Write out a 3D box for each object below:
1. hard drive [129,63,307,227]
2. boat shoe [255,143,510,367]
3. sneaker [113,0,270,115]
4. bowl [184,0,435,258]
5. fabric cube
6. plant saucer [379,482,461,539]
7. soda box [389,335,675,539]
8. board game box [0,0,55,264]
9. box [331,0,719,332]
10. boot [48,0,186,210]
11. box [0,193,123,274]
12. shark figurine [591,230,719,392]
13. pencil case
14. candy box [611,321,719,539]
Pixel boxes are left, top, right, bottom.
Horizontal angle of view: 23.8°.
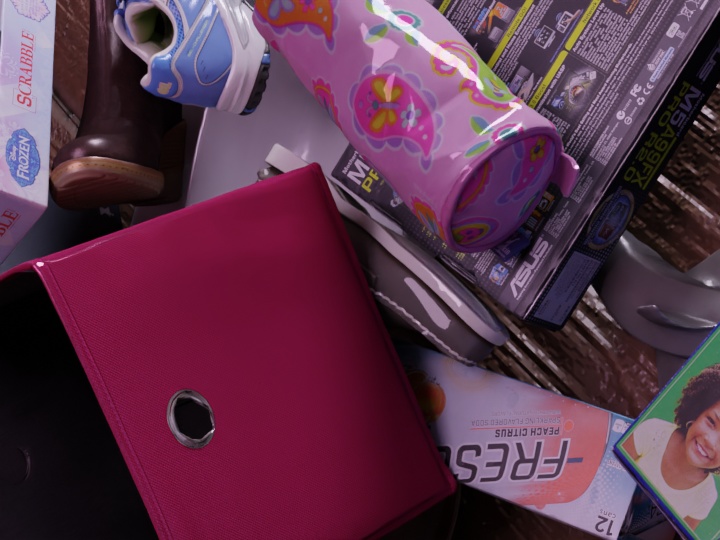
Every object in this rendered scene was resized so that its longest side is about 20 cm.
[{"bbox_3d":[-0.090,-0.109,1.199,0.132,0.026,0.201,14,88,45],"label":"hard drive"},{"bbox_3d":[0.002,0.001,0.951,0.060,0.072,0.202,-52,51,2],"label":"boat shoe"},{"bbox_3d":[-0.120,-0.185,1.091,0.076,0.077,0.201,-62,40,43],"label":"sneaker"},{"bbox_3d":[-0.006,-0.085,1.076,0.199,0.075,0.201,15,87,42],"label":"bowl"},{"bbox_3d":[-0.108,0.084,0.892,0.200,0.199,0.197,-24,89,44],"label":"fabric cube"},{"bbox_3d":[-0.028,0.131,1.035,0.199,0.032,0.201,-6,75,24],"label":"plant saucer"},{"bbox_3d":[0.079,0.091,0.929,0.199,0.068,0.064,17,84,35],"label":"soda box"},{"bbox_3d":[-0.267,-0.063,1.131,0.200,0.041,0.200,-44,37,35],"label":"board game box"},{"bbox_3d":[0.095,-0.093,0.926,0.160,0.044,0.200,38,101,35],"label":"box"},{"bbox_3d":[-0.166,-0.126,1.117,0.072,0.200,0.167,-9,90,9],"label":"boot"},{"bbox_3d":[-0.256,0.069,1.218,0.198,0.123,0.201,-39,53,38],"label":"box"},{"bbox_3d":[0.188,0.013,0.862,0.214,0.089,0.129,-11,72,43],"label":"shark figurine"},{"bbox_3d":[0.025,-0.097,0.900,0.088,0.087,0.200,-53,57,18],"label":"pencil case"},{"bbox_3d":[0.232,0.038,0.753,0.200,0.169,0.077,-54,53,18],"label":"candy box"}]
